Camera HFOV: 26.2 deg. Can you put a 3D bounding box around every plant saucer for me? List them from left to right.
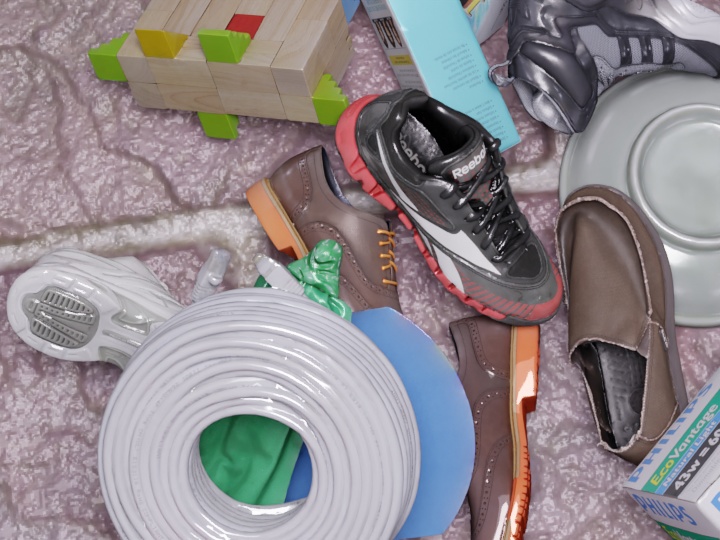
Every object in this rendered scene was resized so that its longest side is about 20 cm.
[{"bbox_3d":[0.243,-0.062,1.114,0.197,0.050,0.203,0,75,2],"label":"plant saucer"}]

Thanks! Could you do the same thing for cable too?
[{"bbox_3d":[-0.061,0.113,0.946,0.199,0.069,0.201,36,105,-3],"label":"cable"}]

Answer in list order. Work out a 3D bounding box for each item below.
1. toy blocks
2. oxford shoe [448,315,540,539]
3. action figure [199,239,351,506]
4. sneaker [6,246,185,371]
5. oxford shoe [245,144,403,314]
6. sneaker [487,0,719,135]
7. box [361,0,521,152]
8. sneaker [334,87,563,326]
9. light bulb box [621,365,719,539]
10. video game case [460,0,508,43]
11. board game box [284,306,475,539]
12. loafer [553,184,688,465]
[{"bbox_3d":[-0.078,-0.179,1.126,0.198,0.100,0.138,8,52,23],"label":"toy blocks"},{"bbox_3d":[0.083,0.127,1.060,0.072,0.071,0.202,4,65,6],"label":"oxford shoe"},{"bbox_3d":[-0.060,0.067,0.996,0.117,0.055,0.201,31,110,5],"label":"action figure"},{"bbox_3d":[-0.143,0.036,1.083,0.199,0.100,0.078,31,115,-13],"label":"sneaker"},{"bbox_3d":[0.000,0.000,1.084,0.073,0.071,0.201,-38,77,7],"label":"oxford shoe"},{"bbox_3d":[0.177,-0.146,1.089,0.198,0.075,0.115,17,95,-25],"label":"sneaker"},{"bbox_3d":[0.043,-0.173,1.092,0.049,0.082,0.202,-27,102,-7],"label":"box"},{"bbox_3d":[0.070,-0.044,1.029,0.201,0.098,0.071,48,65,-6],"label":"sneaker"},{"bbox_3d":[0.315,0.139,0.995,0.200,0.125,0.199,44,79,-7],"label":"light bulb box"},{"bbox_3d":[0.044,-0.285,1.109,0.200,0.182,0.045,43,61,12],"label":"video game case"},{"bbox_3d":[-0.019,0.105,1.047,0.198,0.039,0.160,-10,100,13],"label":"board game box"},{"bbox_3d":[0.177,0.036,1.059,0.073,0.071,0.202,-22,78,33],"label":"loafer"}]
